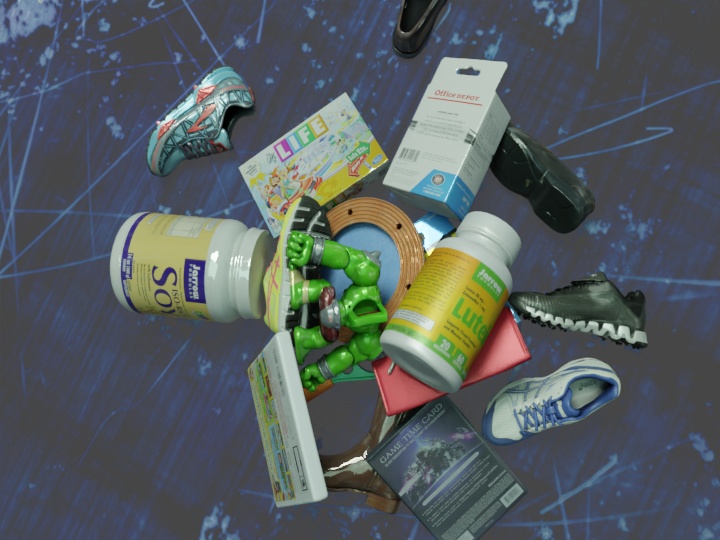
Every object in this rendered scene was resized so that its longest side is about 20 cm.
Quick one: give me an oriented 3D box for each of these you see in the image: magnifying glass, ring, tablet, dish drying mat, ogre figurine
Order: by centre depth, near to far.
[{"bbox_3d":[-0.028,0.052,0.698,0.116,0.098,0.206,-4,89,-4],"label":"ogre figurine"},{"bbox_3d":[0.113,0.117,0.714,0.196,0.018,0.078,-25,65,11],"label":"dish drying mat"},{"bbox_3d":[0.000,0.000,0.772,0.196,0.019,0.207,-6,78,28],"label":"ring"},{"bbox_3d":[-0.011,-0.015,0.798,0.199,0.014,0.132,39,100,28],"label":"tablet"},{"bbox_3d":[-0.026,0.148,0.823,0.197,0.022,0.081,-33,84,5],"label":"magnifying glass"}]

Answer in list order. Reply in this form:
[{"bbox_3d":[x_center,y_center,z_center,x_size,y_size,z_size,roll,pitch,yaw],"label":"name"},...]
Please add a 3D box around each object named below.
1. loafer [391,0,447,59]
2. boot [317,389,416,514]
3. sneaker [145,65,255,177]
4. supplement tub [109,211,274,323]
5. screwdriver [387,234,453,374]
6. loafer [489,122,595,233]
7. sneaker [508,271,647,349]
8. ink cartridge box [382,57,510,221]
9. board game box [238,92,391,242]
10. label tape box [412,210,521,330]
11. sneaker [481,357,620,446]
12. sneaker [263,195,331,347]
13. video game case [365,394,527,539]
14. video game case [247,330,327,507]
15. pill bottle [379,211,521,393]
[{"bbox_3d":[0.098,-0.417,0.812,0.070,0.063,0.205,20,90,7],"label":"loafer"},{"bbox_3d":[0.011,0.218,0.793,0.182,0.064,0.205,21,93,-6],"label":"boot"},{"bbox_3d":[-0.239,-0.209,0.838,0.095,0.079,0.200,43,93,5],"label":"sneaker"},{"bbox_3d":[-0.233,-0.003,0.793,0.194,0.145,0.150,5,88,8],"label":"supplement tub"},{"bbox_3d":[0.081,0.043,0.734,0.027,0.029,0.204,28,76,-13],"label":"screwdriver"},{"bbox_3d":[0.248,-0.143,0.789,0.071,0.073,0.202,-28,74,-34],"label":"loafer"},{"bbox_3d":[0.302,0.042,0.767,0.195,0.066,0.093,13,86,4],"label":"sneaker"},{"bbox_3d":[0.127,-0.184,0.768,0.115,0.067,0.204,23,85,40],"label":"ink cartridge box"},{"bbox_3d":[-0.069,-0.150,0.819,0.198,0.034,0.136,-34,69,5],"label":"board game box"},{"bbox_3d":[0.112,0.035,0.783,0.143,0.063,0.202,-33,67,5],"label":"label tape box"},{"bbox_3d":[0.254,0.179,0.754,0.197,0.088,0.076,-31,86,6],"label":"sneaker"},{"bbox_3d":[-0.100,-0.003,0.770,0.089,0.077,0.206,11,91,46],"label":"sneaker"},{"bbox_3d":[0.121,0.283,0.769,0.142,0.019,0.201,-41,99,-1],"label":"video game case"},{"bbox_3d":[-0.104,0.205,0.742,0.022,0.182,0.205,-8,71,-27],"label":"video game case"},{"bbox_3d":[0.117,0.033,0.676,0.110,0.111,0.202,31,73,7],"label":"pill bottle"}]
